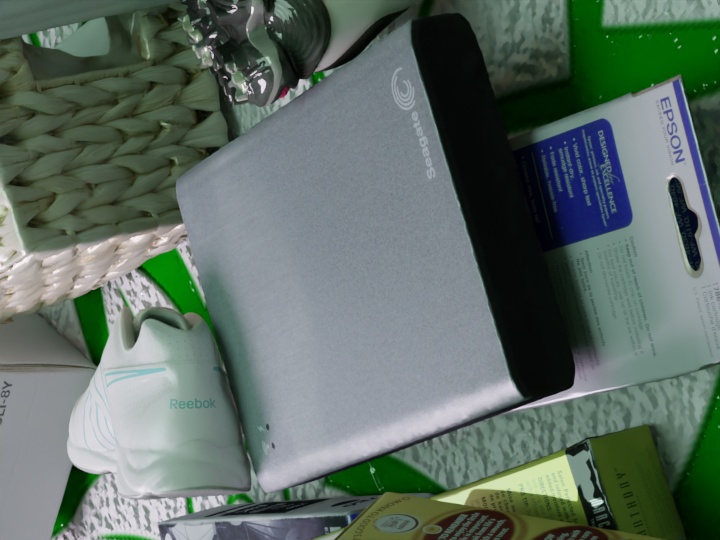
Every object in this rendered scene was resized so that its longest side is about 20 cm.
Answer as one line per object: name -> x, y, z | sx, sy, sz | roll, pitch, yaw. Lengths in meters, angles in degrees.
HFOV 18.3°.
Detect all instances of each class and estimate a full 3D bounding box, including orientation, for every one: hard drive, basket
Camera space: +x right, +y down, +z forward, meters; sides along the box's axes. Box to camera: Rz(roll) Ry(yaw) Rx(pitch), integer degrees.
hard drive -> 0.000, 0.000, 0.863 | 0.200, 0.033, 0.140 | -27, 77, 57
basket -> -0.162, -0.051, 1.043 | 0.200, 0.135, 0.124 | -26, 81, 53

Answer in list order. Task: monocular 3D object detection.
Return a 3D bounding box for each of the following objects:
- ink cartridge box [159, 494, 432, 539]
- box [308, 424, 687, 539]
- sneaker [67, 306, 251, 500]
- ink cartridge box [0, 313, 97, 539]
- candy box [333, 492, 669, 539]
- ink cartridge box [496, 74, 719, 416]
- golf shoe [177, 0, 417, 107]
ink cartridge box -> -0.015, 0.150, 0.972 | 0.200, 0.039, 0.100 | -13, 88, 53
box -> 0.028, 0.124, 0.856 | 0.200, 0.050, 0.076 | -25, 80, 32
sneaker -> -0.089, 0.055, 1.010 | 0.200, 0.070, 0.081 | 178, 89, -73
ink cartridge box -> -0.239, 0.073, 1.204 | 0.200, 0.083, 0.146 | 35, 114, 44
candy box -> 0.088, 0.152, 0.762 | 0.199, 0.056, 0.117 | 7, 110, 22
ink cartridge box -> 0.075, -0.002, 0.821 | 0.200, 0.039, 0.100 | -17, 85, 55
golf shoe -> -0.033, -0.121, 0.911 | 0.200, 0.088, 0.077 | -127, 18, -63
